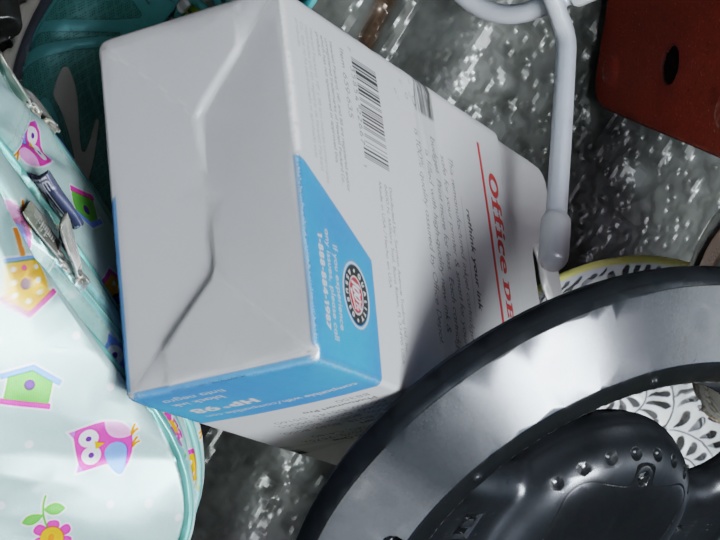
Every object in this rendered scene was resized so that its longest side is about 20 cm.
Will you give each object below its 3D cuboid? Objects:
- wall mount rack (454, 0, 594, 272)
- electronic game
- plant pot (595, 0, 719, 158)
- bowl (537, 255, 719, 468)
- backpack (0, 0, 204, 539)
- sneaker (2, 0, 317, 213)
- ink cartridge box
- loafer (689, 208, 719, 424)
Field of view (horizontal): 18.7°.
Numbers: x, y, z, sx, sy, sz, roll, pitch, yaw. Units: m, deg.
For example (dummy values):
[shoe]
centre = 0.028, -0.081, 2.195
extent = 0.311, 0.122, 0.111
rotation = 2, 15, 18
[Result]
[wall mount rack]
centre = 0.097, -0.104, 0.716
extent = 0.075, 0.200, 0.174
rotation = -22, 92, -54
[electronic game]
centre = 0.068, 0.077, 0.708
extent = 0.200, 0.042, 0.200
rotation = -18, 138, -17
[plant pot]
centre = 0.201, -0.109, 0.819
extent = 0.176, 0.200, 0.200
rotation = 4, 102, -18
[bowl]
centre = 0.085, 0.096, 0.850
extent = 0.201, 0.094, 0.201
rotation = 1, 87, -28
[backpack]
centre = -0.137, 0.028, 0.671
extent = 0.167, 0.127, 0.200
rotation = -32, 115, 6
[sneaker]
centre = -0.055, -0.094, 0.731
extent = 0.077, 0.080, 0.200
rotation = 31, 89, -33
[ink cartridge box]
centre = 0.000, 0.000, 0.712
extent = 0.200, 0.067, 0.116
rotation = 27, 53, -59
[loafer]
centre = 0.156, 0.000, 0.733
extent = 0.072, 0.063, 0.200
rotation = 19, 139, -3
